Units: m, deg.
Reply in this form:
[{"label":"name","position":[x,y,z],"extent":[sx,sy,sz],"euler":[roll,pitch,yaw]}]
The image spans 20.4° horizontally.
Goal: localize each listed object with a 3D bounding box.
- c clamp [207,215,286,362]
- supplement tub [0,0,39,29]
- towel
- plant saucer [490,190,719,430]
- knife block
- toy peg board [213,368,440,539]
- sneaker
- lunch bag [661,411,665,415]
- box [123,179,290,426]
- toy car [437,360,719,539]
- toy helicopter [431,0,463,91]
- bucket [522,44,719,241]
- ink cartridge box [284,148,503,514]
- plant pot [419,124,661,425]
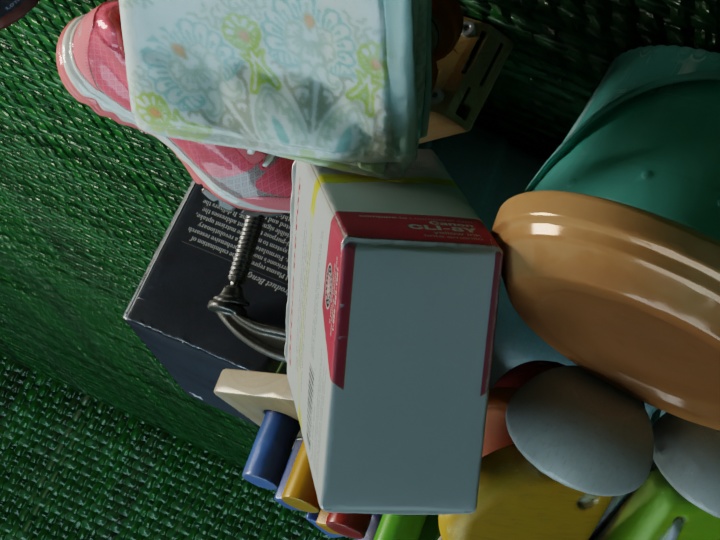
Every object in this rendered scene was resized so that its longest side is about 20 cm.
[{"label":"c clamp","position":[-0.051,-0.033,1.388],"extent":[0.171,0.200,0.027],"euler":[6,165,18]},{"label":"supplement tub","position":[-0.269,-0.235,1.231],"extent":[0.107,0.107,0.200],"euler":[21,164,22]},{"label":"towel","position":[-0.047,-0.148,1.028],"extent":[0.171,0.048,0.200],"euler":[11,125,18]},{"label":"plant saucer","position":[0.150,0.029,0.980],"extent":[0.200,0.038,0.200],"euler":[27,165,8]},{"label":"knife block","position":[0.009,-0.111,1.248],"extent":[0.200,0.064,0.176],"euler":[21,165,24]},{"label":"toy peg board","position":[0.021,0.156,1.288],"extent":[0.199,0.098,0.200],"euler":[3,153,41]},{"label":"sneaker","position":[-0.088,-0.096,1.201],"extent":[0.200,0.074,0.087],"euler":[29,158,-13]},{"label":"lunch bag","position":[0.246,0.120,1.518],"extent":[0.160,0.077,0.200],"euler":[22,-178,-1]},{"label":"box","position":[-0.063,0.002,1.507],"extent":[0.124,0.197,0.200],"euler":[23,166,17]},{"label":"toy car","position":[0.130,0.120,1.133],"extent":[0.200,0.175,0.150],"euler":[13,-147,-21]},{"label":"toy helicopter","position":[-0.044,-0.159,1.099],"extent":[0.132,0.079,0.200],"euler":[-24,113,31]},{"label":"bucket","position":[0.188,-0.020,1.091],"extent":[0.207,0.135,0.207],"euler":[25,166,7]},{"label":"ink cartridge box","position":[0.012,0.024,1.066],"extent":[0.083,0.145,0.200],"euler":[1,-163,-9]},{"label":"plant pot","position":[0.112,0.015,1.282],"extent":[0.196,0.201,0.200],"euler":[17,165,4]}]
